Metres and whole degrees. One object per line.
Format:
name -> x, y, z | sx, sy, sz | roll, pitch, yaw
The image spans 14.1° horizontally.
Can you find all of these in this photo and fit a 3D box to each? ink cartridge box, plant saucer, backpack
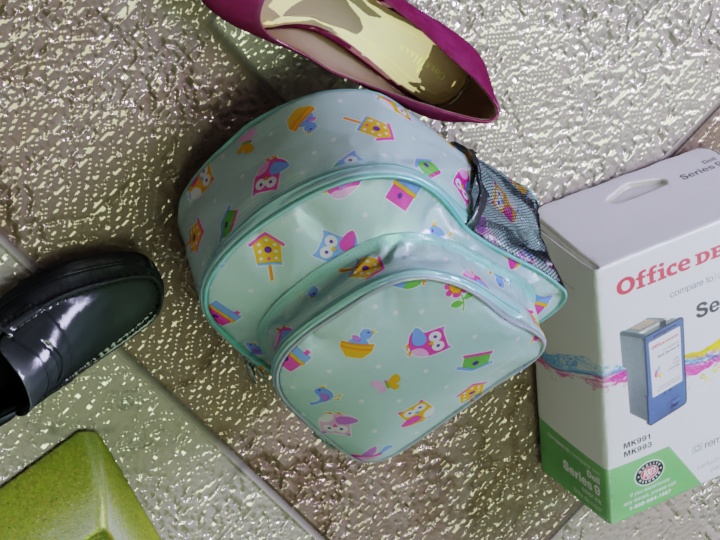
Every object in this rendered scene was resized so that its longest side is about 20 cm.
ink cartridge box -> 0.191, 0.040, 1.862 | 0.145, 0.088, 0.200 | -21, 124, -23
plant saucer -> -0.191, 0.225, 1.731 | 0.200, 0.048, 0.200 | -36, 130, -13
backpack -> 0.000, 0.000, 1.656 | 0.176, 0.153, 0.200 | -34, 126, 21

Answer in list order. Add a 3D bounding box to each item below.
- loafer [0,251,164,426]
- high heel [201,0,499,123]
loafer -> -0.192, 0.053, 1.616 | 0.200, 0.070, 0.068 | -27, 128, -20
high heel -> -0.007, -0.138, 1.617 | 0.200, 0.096, 0.067 | 17, 105, -40
